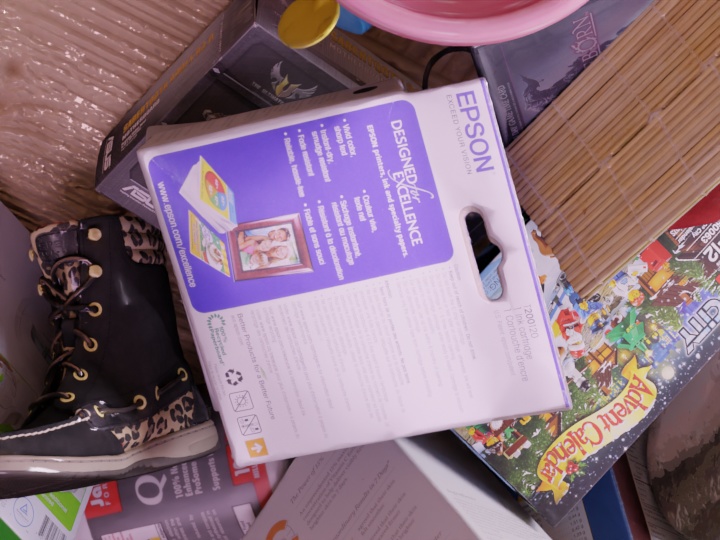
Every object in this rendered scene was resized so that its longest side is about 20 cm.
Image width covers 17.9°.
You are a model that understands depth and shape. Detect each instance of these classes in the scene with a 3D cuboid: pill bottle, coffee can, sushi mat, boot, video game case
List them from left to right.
[{"bbox_3d":[-0.166,0.048,1.321,0.073,0.152,0.199,-15,174,38],"label":"boot"},{"bbox_3d":[-0.125,0.138,1.464,0.198,0.116,0.116,-14,129,13],"label":"pill bottle"},{"bbox_3d":[0.153,-0.077,1.191,0.012,0.096,0.200,-10,153,-49],"label":"sushi mat"},{"bbox_3d":[0.160,-0.127,1.226,0.199,0.019,0.143,-24,151,1],"label":"video game case"},{"bbox_3d":[0.294,0.116,1.384,0.199,0.147,0.146,20,129,-29],"label":"coffee can"}]

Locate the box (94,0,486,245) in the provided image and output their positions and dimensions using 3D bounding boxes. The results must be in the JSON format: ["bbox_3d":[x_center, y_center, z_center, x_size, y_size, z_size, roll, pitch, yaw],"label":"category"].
[{"bbox_3d":[-0.031,-0.057,1.338,0.199,0.049,0.158,32,125,-23],"label":"box"}]

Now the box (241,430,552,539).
[{"bbox_3d":[0.037,0.182,1.328,0.097,0.200,0.125,23,107,-43],"label":"box"}]

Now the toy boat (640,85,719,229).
[{"bbox_3d":[0.244,-0.056,1.245,0.198,0.131,0.131,-9,146,-21],"label":"toy boat"}]

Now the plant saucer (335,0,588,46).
[{"bbox_3d":[0.049,-0.210,1.146,0.199,0.203,0.051,5,175,-2],"label":"plant saucer"}]

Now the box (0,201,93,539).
[{"bbox_3d":[-0.241,0.062,1.359,0.096,0.177,0.200,-16,130,30],"label":"box"}]

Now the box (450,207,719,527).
[{"bbox_3d":[0.129,0.028,1.326,0.137,0.038,0.200,43,88,-10],"label":"box"}]

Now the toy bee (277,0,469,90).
[{"bbox_3d":[0.022,-0.166,1.207,0.199,0.108,0.132,18,85,-28],"label":"toy bee"}]

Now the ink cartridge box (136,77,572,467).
[{"bbox_3d":[0.000,0.000,1.249,0.198,0.043,0.200,-10,111,15],"label":"ink cartridge box"}]

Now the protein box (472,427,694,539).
[{"bbox_3d":[0.115,0.197,1.427,0.198,0.201,0.135,-30,145,25],"label":"protein box"}]

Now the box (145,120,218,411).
[{"bbox_3d":[-0.036,-0.004,1.329,0.143,0.037,0.201,-6,132,8],"label":"box"}]
